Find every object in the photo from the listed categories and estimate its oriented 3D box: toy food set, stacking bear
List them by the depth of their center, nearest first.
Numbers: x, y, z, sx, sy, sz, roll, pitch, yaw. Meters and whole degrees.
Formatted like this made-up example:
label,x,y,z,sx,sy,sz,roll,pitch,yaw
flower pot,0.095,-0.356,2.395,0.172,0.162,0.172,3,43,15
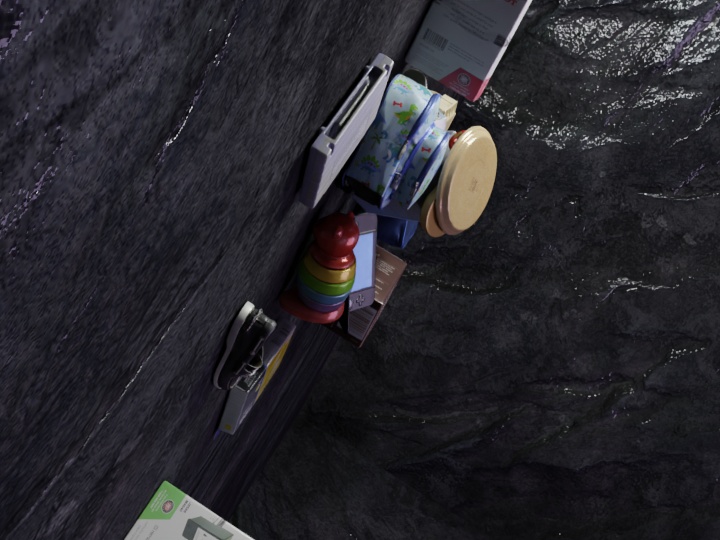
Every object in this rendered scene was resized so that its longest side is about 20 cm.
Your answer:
label,x,y,z,sx,sy,sz,roll,pitch,yaw
stacking bear,-0.057,-0.015,1.440,0.121,0.112,0.202,-46,161,-48
toy food set,0.181,-0.156,1.441,0.196,0.048,0.204,-11,117,-54

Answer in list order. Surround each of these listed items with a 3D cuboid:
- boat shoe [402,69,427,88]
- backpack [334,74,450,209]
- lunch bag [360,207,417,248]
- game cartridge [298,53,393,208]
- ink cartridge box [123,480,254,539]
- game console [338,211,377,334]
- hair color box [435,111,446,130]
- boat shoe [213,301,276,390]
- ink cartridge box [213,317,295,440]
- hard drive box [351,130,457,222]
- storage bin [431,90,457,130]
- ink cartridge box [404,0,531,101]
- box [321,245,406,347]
label,x,y,z,sx,sy,sz,roll,pitch,yaw
boat shoe,0.069,-0.264,1.488,0.203,0.073,0.066,-70,164,3
backpack,0.068,-0.209,1.349,0.203,0.145,0.183,-64,178,16
lunch bag,0.068,-0.149,1.921,0.200,0.130,0.139,-48,152,-67
game cartridge,-0.022,-0.193,1.129,0.202,0.038,0.130,-59,179,-31
ink cartridge box,-0.279,0.465,1.321,0.146,0.198,0.084,-57,176,-36
game console,0.000,0.000,1.601,0.174,0.115,0.205,-14,113,-43
hair color box,0.115,-0.237,1.714,0.098,0.061,0.203,-22,138,-26
boat shoe,-0.175,0.128,1.248,0.074,0.060,0.202,-57,175,-48
ink cartridge box,-0.210,0.223,1.616,0.199,0.046,0.202,-58,173,-45
hard drive box,0.091,-0.182,1.534,0.198,0.077,0.158,16,-111,49
storage bin,0.132,-0.306,1.870,0.201,0.093,0.200,-62,175,22
ink cartridge box,0.185,-0.414,1.369,0.202,0.144,0.085,-61,174,28
box,-0.008,0.048,2.070,0.168,0.162,0.201,-63,175,37
